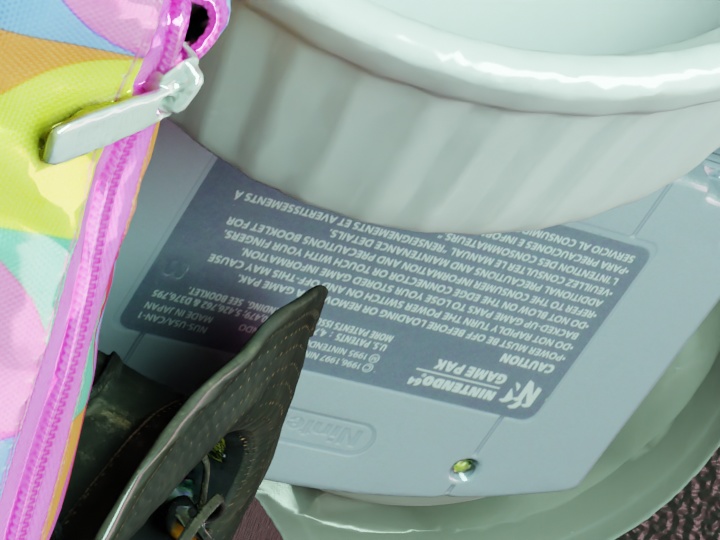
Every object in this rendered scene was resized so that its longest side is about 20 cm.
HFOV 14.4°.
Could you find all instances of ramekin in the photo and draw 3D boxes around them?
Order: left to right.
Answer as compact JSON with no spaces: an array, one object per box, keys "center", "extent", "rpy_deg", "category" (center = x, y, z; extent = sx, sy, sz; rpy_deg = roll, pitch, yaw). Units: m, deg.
[{"center":[0.024,-0.105,0.589],"extent":[0.098,0.200,0.201],"rpy_deg":[119,-6,-62],"category":"ramekin"}]

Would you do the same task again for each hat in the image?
[{"center":[-0.087,0.075,0.690],"extent":[0.201,0.081,0.201],"rpy_deg":[-60,175,-9],"category":"hat"}]

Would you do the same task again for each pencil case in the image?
[{"center":[-0.085,0.019,0.495],"extent":[0.088,0.088,0.200],"rpy_deg":[-54,164,-74],"category":"pencil case"}]

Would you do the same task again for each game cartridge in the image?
[{"center":[0.000,0.000,0.764],"extent":[0.133,0.200,0.041],"rpy_deg":[-58,-144,25],"category":"game cartridge"}]

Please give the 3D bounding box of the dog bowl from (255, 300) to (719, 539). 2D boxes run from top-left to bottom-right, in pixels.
[{"center":[0.018,0.002,0.850],"extent":[0.059,0.200,0.200],"rpy_deg":[-96,-160,-55],"category":"dog bowl"}]
